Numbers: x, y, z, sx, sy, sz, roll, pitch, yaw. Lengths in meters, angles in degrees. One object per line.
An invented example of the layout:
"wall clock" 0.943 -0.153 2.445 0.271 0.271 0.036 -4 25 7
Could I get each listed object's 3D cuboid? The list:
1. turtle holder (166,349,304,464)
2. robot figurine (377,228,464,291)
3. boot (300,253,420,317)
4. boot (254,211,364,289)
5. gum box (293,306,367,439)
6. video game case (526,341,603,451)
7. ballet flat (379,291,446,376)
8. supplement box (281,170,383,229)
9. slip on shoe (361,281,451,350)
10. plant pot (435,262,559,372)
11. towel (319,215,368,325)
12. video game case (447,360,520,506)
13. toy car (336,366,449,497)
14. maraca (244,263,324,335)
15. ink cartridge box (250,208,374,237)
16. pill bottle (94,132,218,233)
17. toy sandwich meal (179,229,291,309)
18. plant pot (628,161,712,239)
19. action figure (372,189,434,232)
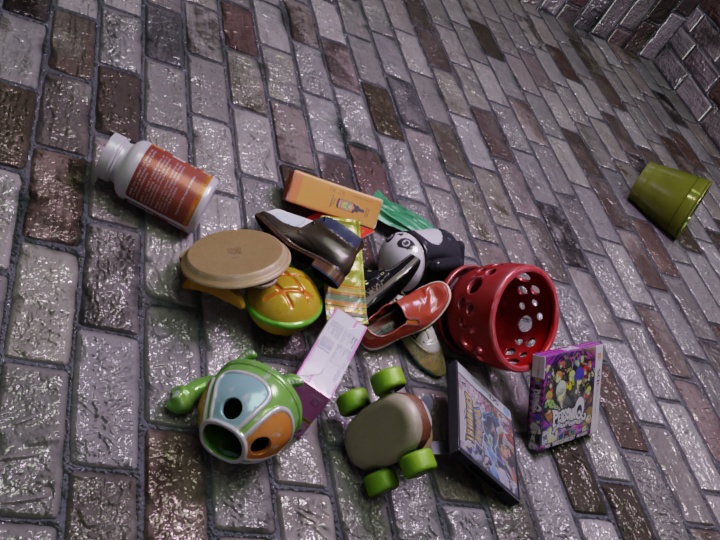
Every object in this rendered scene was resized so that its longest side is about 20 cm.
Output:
"turtle holder" -0.180 0.197 1.179 0.185 0.141 0.132 39 38 4
"robot figurine" 0.127 -0.025 1.671 0.198 0.150 0.126 -6 64 -39
"boot" -0.001 0.000 1.539 0.203 0.074 0.154 -39 70 -17
"boot" -0.088 -0.062 1.436 0.199 0.075 0.097 38 75 9
"gum box" -0.066 0.161 1.329 0.066 0.114 0.201 33 37 -2
"video game case" 0.398 0.240 1.575 0.198 0.184 0.036 -4 9 -41
"ballet flat" 0.104 0.112 1.557 0.070 0.071 0.201 -17 61 -47
"supplement box" -0.058 -0.146 1.683 0.198 0.067 0.069 18 0 -13
"slip on shoe" 0.085 0.079 1.504 0.198 0.061 0.074 -28 66 -15
"plant pot" 0.252 0.083 1.568 0.199 0.203 0.181 -4 7 -40
"towel" -0.030 -0.001 1.467 0.085 0.018 0.203 7 69 -31
"video game case" 0.217 0.285 1.438 0.181 0.025 0.201 43 31 -27
"toy car" 0.084 0.258 1.328 0.199 0.157 0.166 6 56 -50
"maraca" -0.128 0.041 1.420 0.135 0.108 0.201 19 30 0
"ink cartridge box" -0.089 -0.088 1.579 0.159 0.048 0.199 19 29 33
"pill bottle" -0.363 -0.159 1.448 0.198 0.113 0.113 28 37 -10
"toy sandwich meal" -0.213 -0.003 1.366 0.202 0.071 0.206 0 30 0
"plant pot" 0.941 -0.233 2.505 0.192 0.202 0.200 34 35 19
"action figure" 0.102 -0.097 1.792 0.199 0.055 0.118 32 35 2
